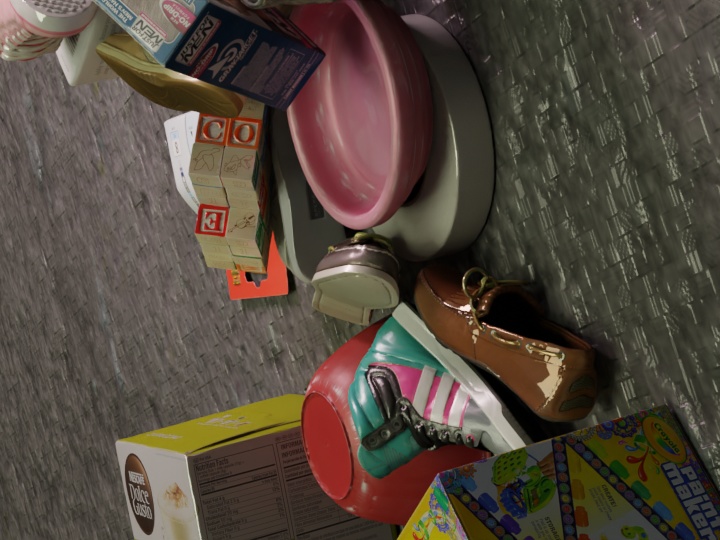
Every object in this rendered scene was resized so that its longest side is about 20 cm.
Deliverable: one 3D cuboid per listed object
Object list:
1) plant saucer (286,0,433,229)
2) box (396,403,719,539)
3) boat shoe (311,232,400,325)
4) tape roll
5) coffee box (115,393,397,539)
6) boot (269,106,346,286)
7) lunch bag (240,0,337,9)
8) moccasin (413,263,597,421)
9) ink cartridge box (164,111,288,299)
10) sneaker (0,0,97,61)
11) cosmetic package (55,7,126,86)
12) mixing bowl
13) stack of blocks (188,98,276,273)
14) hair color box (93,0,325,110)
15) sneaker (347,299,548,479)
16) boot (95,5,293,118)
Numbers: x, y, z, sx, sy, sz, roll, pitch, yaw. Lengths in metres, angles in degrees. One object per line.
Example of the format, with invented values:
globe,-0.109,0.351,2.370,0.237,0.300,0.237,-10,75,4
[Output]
plant saucer,0.001,-0.135,1.466,0.200,0.051,0.202,38,134,54
box,0.130,0.215,1.286,0.122,0.192,0.200,63,151,26
boat shoe,0.000,0.000,1.515,0.200,0.071,0.060,119,170,-78
tape roll,0.042,-0.108,1.495,0.203,0.037,0.204,39,135,52
coffee box,-0.097,0.238,1.753,0.199,0.199,0.199,-1,100,63
boot,-0.057,-0.089,1.670,0.096,0.073,0.201,-159,65,-68
lunch bag,-0.017,-0.268,1.360,0.140,0.199,0.168,105,148,-45
moccasin,0.108,0.039,1.389,0.201,0.073,0.078,43,129,54
ink cartridge box,-0.139,-0.068,1.871,0.160,0.047,0.201,-6,94,64
sneaker,-0.277,-0.220,1.594,0.200,0.075,0.105,-133,37,-51
cosmetic package,-0.190,-0.296,1.692,0.166,0.199,0.165,66,152,18
mixing bowl,0.016,0.138,1.583,0.200,0.108,0.201,38,134,54
stack of blocks,-0.114,-0.081,1.674,0.200,0.058,0.116,85,-168,-74
hair color box,-0.115,-0.188,1.383,0.100,0.200,0.061,42,103,21
sneaker,0.059,0.127,1.440,0.121,0.084,0.200,-49,55,6
boot,-0.133,-0.218,1.576,0.199,0.073,0.156,17,72,51
